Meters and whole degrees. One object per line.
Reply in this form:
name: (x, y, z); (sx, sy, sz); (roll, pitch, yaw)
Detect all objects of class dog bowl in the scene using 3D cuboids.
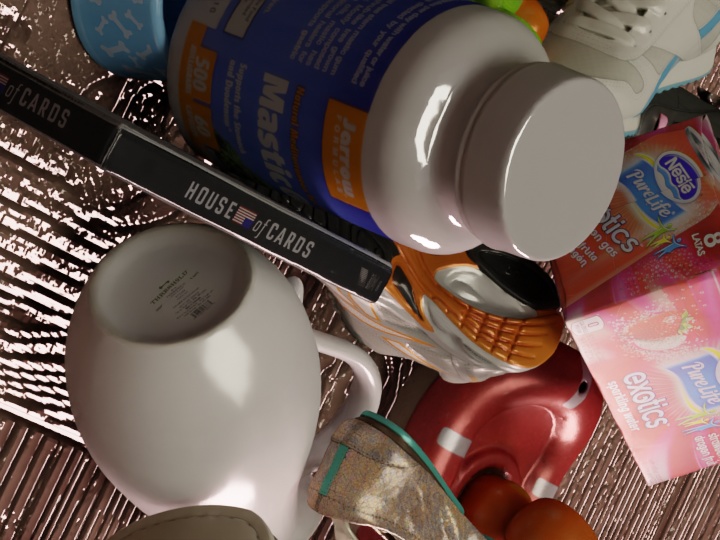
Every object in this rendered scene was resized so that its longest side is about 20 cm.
dog bowl: (-0.050, -0.134, 1.351); (0.199, 0.049, 0.112); (8, 101, -50)

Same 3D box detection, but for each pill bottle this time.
pill bottle: (0.017, -0.072, 1.258); (0.112, 0.199, 0.113); (-23, 124, -39)

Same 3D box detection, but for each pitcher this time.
pitcher: (-0.059, 0.059, 1.382); (0.172, 0.121, 0.201); (-45, 145, -28)

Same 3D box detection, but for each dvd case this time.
dvd case: (-0.094, -0.049, 1.261); (0.200, 0.150, 0.025); (26, 92, -50)

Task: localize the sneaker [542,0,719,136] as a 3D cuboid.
sneaker: (0.133, -0.126, 1.441); (0.200, 0.076, 0.081); (-38, 147, -56)

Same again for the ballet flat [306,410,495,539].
ballet flat: (0.035, 0.148, 1.420); (0.200, 0.068, 0.067); (46, 70, -36)

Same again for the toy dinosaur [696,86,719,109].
toy dinosaur: (0.152, -0.069, 1.607); (0.200, 0.077, 0.103); (13, 110, -55)

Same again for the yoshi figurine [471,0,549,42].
yoshi figurine: (0.095, -0.150, 1.292); (0.200, 0.111, 0.113); (76, 8, -81)

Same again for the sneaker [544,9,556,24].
sneaker: (0.046, -0.058, 1.491); (0.115, 0.075, 0.202); (29, 78, -41)

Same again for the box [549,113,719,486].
box: (0.164, 0.019, 1.469); (0.099, 0.096, 0.200); (-18, 147, 8)

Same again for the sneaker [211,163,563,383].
sneaker: (0.000, 0.000, 1.423); (0.200, 0.092, 0.076); (35, 58, -12)

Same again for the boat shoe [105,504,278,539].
boat shoe: (-0.113, 0.174, 1.339); (0.199, 0.072, 0.059); (-29, 138, 20)

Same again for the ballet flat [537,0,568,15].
ballet flat: (0.057, -0.189, 1.417); (0.064, 0.076, 0.200); (-43, 147, 20)

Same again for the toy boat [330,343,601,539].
toy boat: (0.077, 0.135, 1.543); (0.130, 0.130, 0.201); (28, 86, -51)

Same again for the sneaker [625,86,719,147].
sneaker: (0.192, -0.058, 1.520); (0.199, 0.099, 0.071); (14, 97, -49)
